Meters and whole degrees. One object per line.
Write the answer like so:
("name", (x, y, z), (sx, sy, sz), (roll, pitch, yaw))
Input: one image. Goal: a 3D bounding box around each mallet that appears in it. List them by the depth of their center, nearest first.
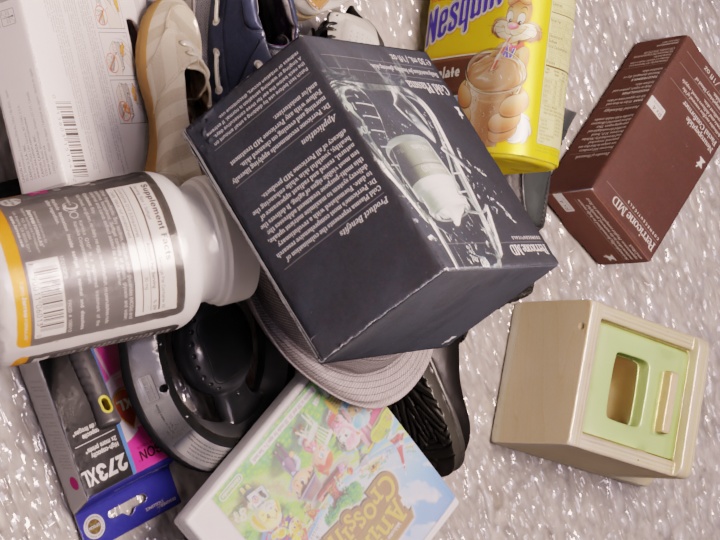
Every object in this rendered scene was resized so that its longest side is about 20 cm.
("mallet", (-0.229, 0.024, 1.575), (0.066, 0.041, 0.200), (-8, 71, -34))

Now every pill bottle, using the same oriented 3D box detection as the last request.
("pill bottle", (-0.180, -0.006, 1.523), (0.200, 0.116, 0.117), (-12, 95, -25))

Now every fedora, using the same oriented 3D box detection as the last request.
("fedora", (0.000, 0.000, 1.688), (0.200, 0.090, 0.177), (49, 48, -3))

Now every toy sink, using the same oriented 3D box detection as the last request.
("toy sink", (0.233, 0.113, 1.928), (0.200, 0.112, 0.131), (20, 75, -36))

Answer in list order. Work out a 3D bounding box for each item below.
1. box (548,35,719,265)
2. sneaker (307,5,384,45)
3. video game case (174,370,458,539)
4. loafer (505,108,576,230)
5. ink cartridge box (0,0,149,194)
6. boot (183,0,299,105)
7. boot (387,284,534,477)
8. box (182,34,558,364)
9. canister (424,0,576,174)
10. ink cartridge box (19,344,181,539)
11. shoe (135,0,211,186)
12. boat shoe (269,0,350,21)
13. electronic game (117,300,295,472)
("box", (0.259, -0.112, 1.988), (0.100, 0.075, 0.200), (47, 63, -27))
("sneaker", (-0.023, -0.161, 1.734), (0.080, 0.074, 0.200), (60, 16, -7))
("video game case", (-0.029, 0.188, 1.696), (0.200, 0.022, 0.182), (-50, 114, -30))
("loafer", (0.153, -0.131, 1.898), (0.068, 0.070, 0.201), (9, 81, -62))
("ink cartridge box", (-0.211, -0.156, 1.619), (0.176, 0.045, 0.200), (-10, 86, -66))
("boot", (-0.087, -0.142, 1.702), (0.073, 0.090, 0.200), (-15, 97, -38))
("boot", (0.083, 0.052, 1.833), (0.158, 0.079, 0.211), (-25, 102, -37))
("box", (0.010, -0.050, 1.540), (0.197, 0.124, 0.200), (60, 25, 13))
("canister", (0.115, -0.185, 1.831), (0.086, 0.148, 0.200), (11, 82, -38))
("ink cartridge box", (-0.196, 0.105, 1.640), (0.095, 0.037, 0.200), (-26, 106, -37))
("shoe", (-0.132, -0.121, 1.651), (0.070, 0.053, 0.200), (35, 47, -55))
("boat shoe", (0.003, -0.259, 1.772), (0.200, 0.068, 0.075), (-47, 116, -48))
("electronic game", (-0.116, 0.057, 1.684), (0.200, 0.042, 0.200), (15, 72, -52))
